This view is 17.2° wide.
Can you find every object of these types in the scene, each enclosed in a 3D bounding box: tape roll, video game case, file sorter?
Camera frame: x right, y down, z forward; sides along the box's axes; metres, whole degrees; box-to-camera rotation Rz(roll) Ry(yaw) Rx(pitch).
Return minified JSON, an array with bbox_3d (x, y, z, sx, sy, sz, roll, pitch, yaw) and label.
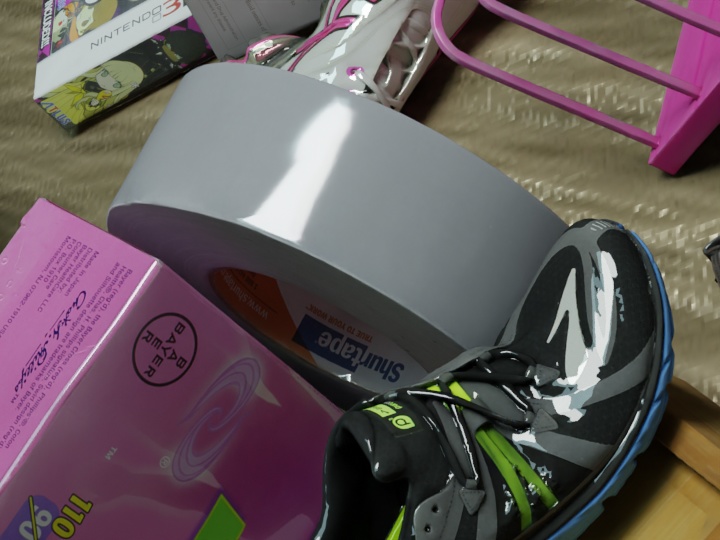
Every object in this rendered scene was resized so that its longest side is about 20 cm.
[{"bbox_3d":[0.000,0.000,0.950,0.200,0.200,0.066,10,66,46],"label":"tape roll"},{"bbox_3d":[-0.099,-0.193,1.331,0.181,0.036,0.201,-24,45,25],"label":"video game case"},{"bbox_3d":[0.122,-0.160,0.954,0.200,0.125,0.140,123,166,-62],"label":"file sorter"}]

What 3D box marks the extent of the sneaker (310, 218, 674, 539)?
[{"bbox_3d":[0.037,0.063,0.819,0.200,0.083,0.071,-52,33,-10],"label":"sneaker"}]

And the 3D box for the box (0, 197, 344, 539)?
[{"bbox_3d":[-0.092,0.105,0.949,0.097,0.200,0.176,25,77,50],"label":"box"}]

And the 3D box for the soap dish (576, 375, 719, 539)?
[{"bbox_3d":[0.078,0.132,0.851,0.200,0.081,0.157,-47,32,-1],"label":"soap dish"}]

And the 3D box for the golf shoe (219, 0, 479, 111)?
[{"bbox_3d":[0.007,-0.100,1.134,0.200,0.072,0.092,-43,44,22],"label":"golf shoe"}]

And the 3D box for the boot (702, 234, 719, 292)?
[{"bbox_3d":[0.219,0.001,0.859,0.174,0.069,0.200,-41,29,11],"label":"boot"}]

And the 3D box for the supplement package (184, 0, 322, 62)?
[{"bbox_3d":[-0.011,-0.216,1.170,0.199,0.121,0.120,-23,43,7],"label":"supplement package"}]
